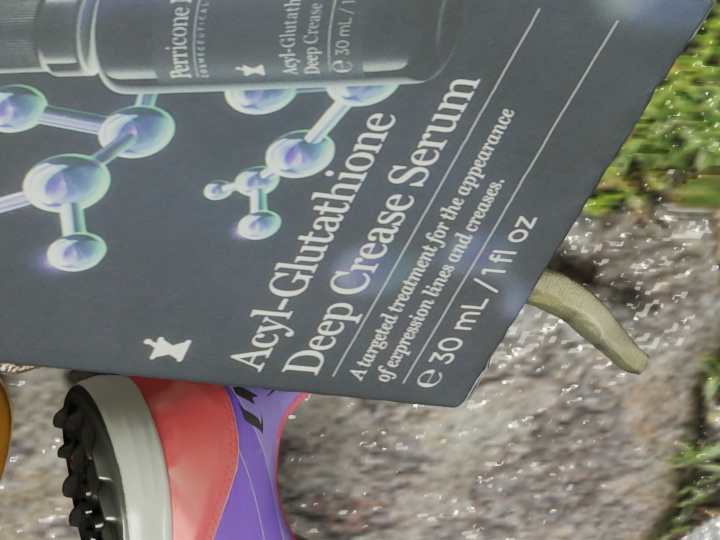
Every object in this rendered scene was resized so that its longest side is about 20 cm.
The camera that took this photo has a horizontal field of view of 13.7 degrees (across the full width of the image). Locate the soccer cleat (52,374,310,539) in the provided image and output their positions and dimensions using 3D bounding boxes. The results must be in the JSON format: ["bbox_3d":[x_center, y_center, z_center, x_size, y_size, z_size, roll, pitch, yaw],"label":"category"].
[{"bbox_3d":[-0.039,0.116,0.887,0.073,0.068,0.201,-16,117,-18],"label":"soccer cleat"}]

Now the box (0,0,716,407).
[{"bbox_3d":[-0.046,-0.062,0.674,0.199,0.108,0.149,7,139,-21],"label":"box"}]

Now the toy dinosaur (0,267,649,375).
[{"bbox_3d":[0.000,0.000,0.813,0.199,0.048,0.088,2,154,-18],"label":"toy dinosaur"}]

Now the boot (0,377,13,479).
[{"bbox_3d":[-0.137,0.124,0.791,0.071,0.144,0.202,36,87,-29],"label":"boot"}]
